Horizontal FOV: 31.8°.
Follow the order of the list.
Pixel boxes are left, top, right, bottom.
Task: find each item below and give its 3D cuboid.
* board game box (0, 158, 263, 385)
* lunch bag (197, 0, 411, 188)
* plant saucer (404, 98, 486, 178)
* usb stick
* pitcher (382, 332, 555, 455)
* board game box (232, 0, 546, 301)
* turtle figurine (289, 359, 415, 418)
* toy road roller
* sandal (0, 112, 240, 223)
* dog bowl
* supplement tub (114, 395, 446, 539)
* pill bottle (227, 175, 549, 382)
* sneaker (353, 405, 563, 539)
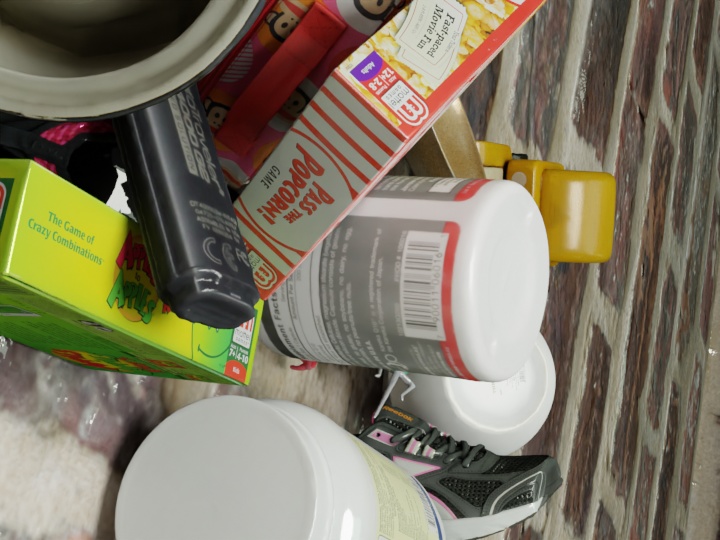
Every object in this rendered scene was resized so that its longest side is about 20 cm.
[{"bbox_3d":[-0.135,0.005,0.577,0.200,0.101,0.048,38,59,-62],"label":"board game box"},{"bbox_3d":[-0.025,-0.135,0.707,0.082,0.200,0.176,40,44,-8],"label":"lunch bag"},{"bbox_3d":[0.052,-0.122,0.996,0.200,0.035,0.201,-21,90,-75],"label":"plant saucer"},{"bbox_3d":[-0.090,-0.065,0.572,0.055,0.033,0.201,28,36,-54],"label":"usb stick"},{"bbox_3d":[0.071,0.062,0.986,0.200,0.121,0.173,150,-70,-76],"label":"pitcher"},{"bbox_3d":[0.019,-0.090,0.644,0.046,0.152,0.200,43,49,-1],"label":"board game box"},{"bbox_3d":[-0.003,-0.007,0.877,0.150,0.100,0.201,90,7,-45],"label":"turtle figurine"},{"bbox_3d":[0.151,-0.053,1.156,0.200,0.145,0.124,-6,98,-66],"label":"toy road roller"},{"bbox_3d":[-0.118,-0.045,0.604,0.200,0.045,0.075,30,91,-41],"label":"sandal"},{"bbox_3d":[-0.115,-0.164,0.504,0.074,0.199,0.201,-63,150,-71],"label":"dog bowl"},{"bbox_3d":[-0.042,0.160,0.753,0.200,0.144,0.146,44,54,-59],"label":"supplement tub"},{"bbox_3d":[0.000,0.000,0.748,0.114,0.199,0.115,-13,105,-58],"label":"pill bottle"},{"bbox_3d":[0.036,0.136,0.873,0.080,0.199,0.087,-27,108,-68],"label":"sneaker"}]
